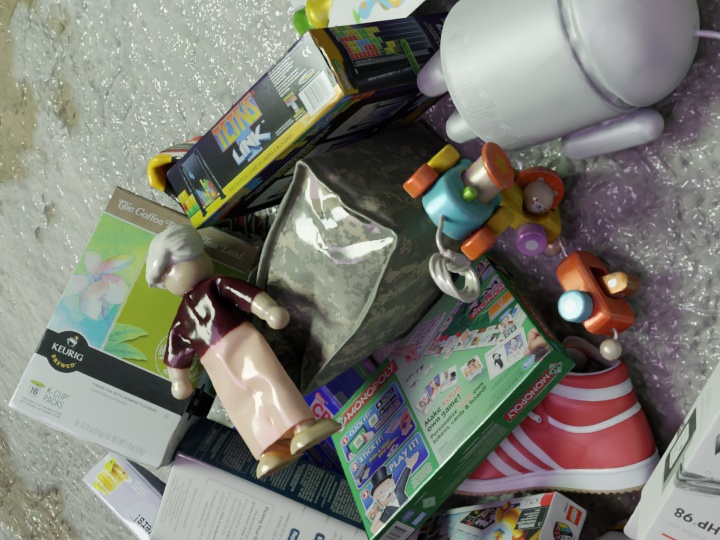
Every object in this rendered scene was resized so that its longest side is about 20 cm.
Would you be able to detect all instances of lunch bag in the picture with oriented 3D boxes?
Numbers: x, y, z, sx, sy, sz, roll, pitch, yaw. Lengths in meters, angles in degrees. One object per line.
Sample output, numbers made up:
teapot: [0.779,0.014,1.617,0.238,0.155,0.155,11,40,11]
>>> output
lunch bag: [0.000,0.000,0.782,0.118,0.164,0.200,38,126,19]

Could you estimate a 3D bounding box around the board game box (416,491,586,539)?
board game box: [0.088,0.246,0.777,0.035,0.126,0.200,34,151,-12]

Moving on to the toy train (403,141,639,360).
toy train: [0.121,-0.022,0.676,0.056,0.200,0.150,-42,51,31]

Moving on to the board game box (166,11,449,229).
board game box: [-0.031,-0.116,0.768,0.200,0.165,0.057,-34,84,42]

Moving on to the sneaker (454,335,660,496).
sneaker: [0.127,0.113,0.773,0.200,0.071,0.113,-10,102,35]

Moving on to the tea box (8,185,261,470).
tea box: [-0.182,0.058,0.868,0.133,0.200,0.197,22,80,-1]

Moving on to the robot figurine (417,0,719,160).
robot figurine: [0.134,-0.147,0.651,0.200,0.113,0.170,-17,120,43]

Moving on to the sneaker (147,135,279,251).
sneaker: [-0.121,-0.056,0.924,0.200,0.082,0.078,32,123,28]

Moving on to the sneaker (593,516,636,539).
sneaker: [0.241,0.272,0.714,0.200,0.090,0.075,39,126,25]

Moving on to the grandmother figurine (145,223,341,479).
grandmother figurine: [-0.101,0.054,0.740,0.121,0.061,0.200,-35,77,15]

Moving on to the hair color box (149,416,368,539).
hair color box: [-0.065,0.212,0.830,0.200,0.061,0.100,23,116,4]

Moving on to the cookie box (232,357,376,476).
cookie box: [-0.033,0.181,0.931,0.171,0.075,0.200,49,131,16]

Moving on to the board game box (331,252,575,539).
board game box: [0.060,0.097,0.758,0.200,0.029,0.135,-49,32,16]

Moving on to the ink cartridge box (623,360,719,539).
ink cartridge box: [0.260,0.147,0.648,0.116,0.067,0.200,23,121,8]

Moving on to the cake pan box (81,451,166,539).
cake pan box: [-0.183,0.284,1.048,0.184,0.052,0.200,39,167,25]

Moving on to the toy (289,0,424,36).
toy: [0.021,-0.240,0.760,0.200,0.047,0.115,-31,77,42]
